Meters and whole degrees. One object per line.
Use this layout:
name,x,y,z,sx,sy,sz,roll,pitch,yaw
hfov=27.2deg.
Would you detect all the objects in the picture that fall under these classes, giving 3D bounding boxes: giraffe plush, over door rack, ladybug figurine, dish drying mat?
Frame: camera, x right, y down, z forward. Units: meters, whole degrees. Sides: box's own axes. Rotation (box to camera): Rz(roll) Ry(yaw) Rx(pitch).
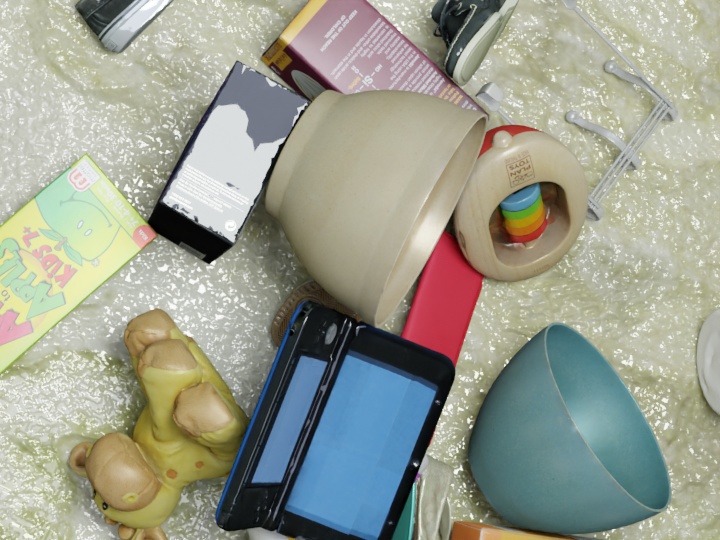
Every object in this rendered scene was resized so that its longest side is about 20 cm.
giraffe plush,-0.183,0.161,1.345,0.162,0.173,0.200,-37,131,-2
over door rack,0.211,-0.168,1.477,0.200,0.067,0.148,44,77,-29
ladybug figurine,0.146,-0.070,1.420,0.135,0.200,0.072,-23,52,-5
dish drying mat,0.071,0.062,1.419,0.077,0.018,0.201,39,58,-32

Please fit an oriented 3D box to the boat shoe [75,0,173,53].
boat shoe,-0.183,-0.294,1.394,0.071,0.072,0.200,45,80,-12

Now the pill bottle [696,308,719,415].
pill bottle,0.452,0.089,1.506,0.199,0.111,0.112,-2,87,-13

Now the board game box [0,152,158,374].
board game box,-0.294,-0.003,1.363,0.200,0.048,0.102,-42,97,-12

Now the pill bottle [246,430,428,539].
pill bottle,-0.035,0.219,1.378,0.104,0.104,0.200,40,87,-8

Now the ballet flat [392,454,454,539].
ballet flat,0.056,0.277,1.426,0.062,0.067,0.201,12,85,-32

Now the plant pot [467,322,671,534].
plant pot,0.181,0.169,1.412,0.135,0.200,0.200,-34,96,22

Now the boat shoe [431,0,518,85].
boat shoe,0.101,-0.239,1.420,0.066,0.075,0.200,29,39,4

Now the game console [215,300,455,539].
game console,-0.017,0.143,1.268,0.118,0.171,0.201,21,88,15

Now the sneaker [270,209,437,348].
sneaker,0.000,0.000,1.431,0.200,0.109,0.070,-41,100,18

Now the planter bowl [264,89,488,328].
planter bowl,0.003,-0.070,1.261,0.134,0.200,0.201,27,80,9

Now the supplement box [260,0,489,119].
supplement box,0.012,-0.174,1.415,0.200,0.110,0.086,42,79,-8

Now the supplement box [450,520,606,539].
supplement box,0.185,0.288,1.440,0.199,0.069,0.067,12,84,-20

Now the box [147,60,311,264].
box,-0.123,-0.092,1.331,0.079,0.200,0.142,31,80,-8
